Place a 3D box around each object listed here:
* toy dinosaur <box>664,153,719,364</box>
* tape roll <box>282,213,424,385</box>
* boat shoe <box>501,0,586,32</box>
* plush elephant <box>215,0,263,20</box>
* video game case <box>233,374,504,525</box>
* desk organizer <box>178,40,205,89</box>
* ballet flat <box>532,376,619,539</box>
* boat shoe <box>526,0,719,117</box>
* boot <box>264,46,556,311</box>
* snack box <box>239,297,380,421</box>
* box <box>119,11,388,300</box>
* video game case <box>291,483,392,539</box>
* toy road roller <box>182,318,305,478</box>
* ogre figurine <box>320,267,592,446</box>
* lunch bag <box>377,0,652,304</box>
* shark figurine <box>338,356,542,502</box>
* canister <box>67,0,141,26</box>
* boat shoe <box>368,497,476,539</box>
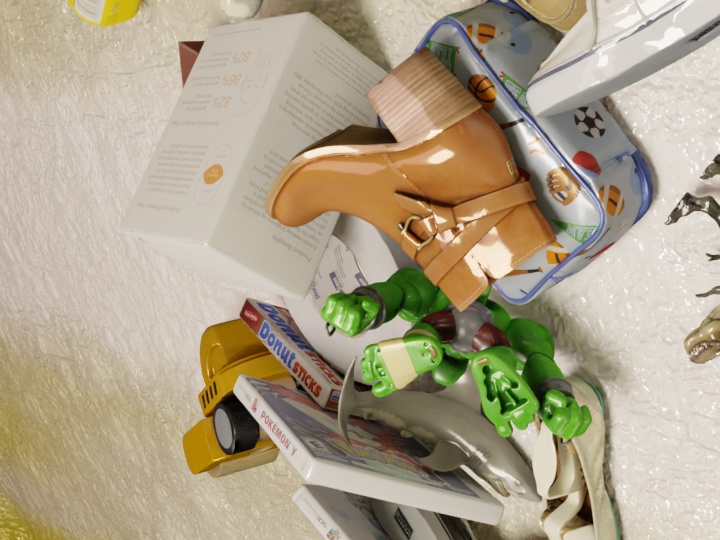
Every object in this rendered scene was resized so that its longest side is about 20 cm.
[{"bbox_3d":[0.235,-0.026,0.616,0.088,0.047,0.201,37,141,12],"label":"toy dinosaur"},{"bbox_3d":[0.000,0.000,0.940,0.200,0.066,0.202,34,138,38],"label":"tape roll"},{"bbox_3d":[0.078,-0.232,0.672,0.202,0.063,0.073,57,147,11],"label":"boat shoe"},{"bbox_3d":[-0.133,-0.316,0.804,0.200,0.153,0.166,-44,55,49],"label":"plush elephant"},{"bbox_3d":[0.004,0.155,0.911,0.182,0.199,0.023,34,102,59],"label":"video game case"},{"bbox_3d":[-0.123,-0.129,1.018,0.077,0.071,0.202,35,138,39],"label":"desk organizer"},{"bbox_3d":[0.165,0.180,0.837,0.067,0.062,0.202,16,125,48],"label":"ballet flat"},{"bbox_3d":[0.163,-0.164,0.587,0.201,0.074,0.087,-31,79,48],"label":"boat shoe"},{"bbox_3d":[0.027,-0.037,0.714,0.155,0.074,0.200,54,136,-1],"label":"boot"},{"bbox_3d":[-0.051,0.085,1.026,0.200,0.071,0.025,39,107,52],"label":"snack box"},{"bbox_3d":[-0.087,-0.095,0.859,0.106,0.202,0.152,30,168,-37],"label":"box"},{"bbox_3d":[0.037,0.281,1.002,0.182,0.024,0.200,45,-172,27],"label":"video game case"},{"bbox_3d":[-0.131,0.139,1.176,0.200,0.122,0.147,-45,60,55],"label":"toy road roller"},{"bbox_3d":[0.079,0.053,0.780,0.198,0.120,0.099,6,113,14],"label":"ogre figurine"},{"bbox_3d":[0.100,-0.084,0.737,0.201,0.075,0.160,55,149,11],"label":"lunch bag"},{"bbox_3d":[0.063,0.116,0.904,0.090,0.213,0.128,-60,20,10],"label":"shark figurine"},{"bbox_3d":[-0.260,-0.361,1.033,0.149,0.086,0.200,56,148,11],"label":"canister"},{"bbox_3d":[0.060,0.233,1.006,0.071,0.063,0.201,-65,31,25],"label":"boat shoe"}]
